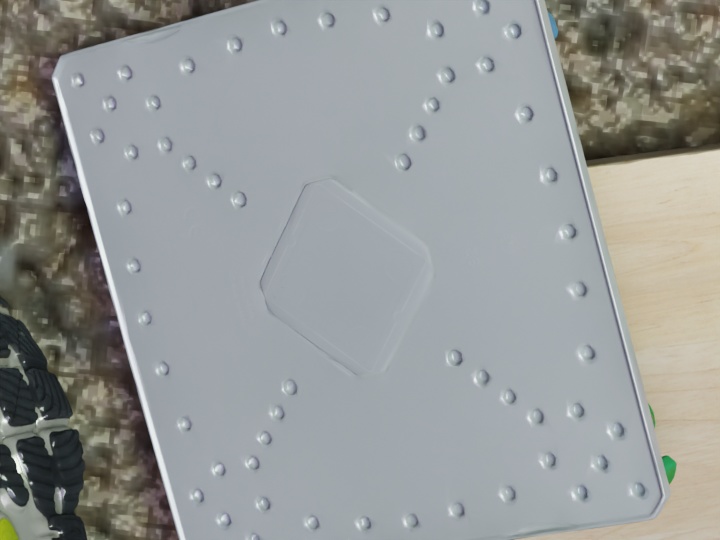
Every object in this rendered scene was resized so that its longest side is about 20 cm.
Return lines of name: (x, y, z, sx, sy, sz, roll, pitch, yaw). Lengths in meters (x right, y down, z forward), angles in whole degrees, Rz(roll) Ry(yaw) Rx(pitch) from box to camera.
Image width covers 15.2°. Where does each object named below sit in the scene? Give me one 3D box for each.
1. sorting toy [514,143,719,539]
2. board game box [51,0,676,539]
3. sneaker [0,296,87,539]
sorting toy: (0.149, 0.048, 0.982, 0.199, 0.070, 0.200, -7, 100, 3)
board game box: (0.000, 0.000, 0.950, 0.199, 0.026, 0.201, -12, 97, 31)
sneaker: (-0.147, 0.092, 0.973, 0.079, 0.077, 0.201, -20, 71, 27)
